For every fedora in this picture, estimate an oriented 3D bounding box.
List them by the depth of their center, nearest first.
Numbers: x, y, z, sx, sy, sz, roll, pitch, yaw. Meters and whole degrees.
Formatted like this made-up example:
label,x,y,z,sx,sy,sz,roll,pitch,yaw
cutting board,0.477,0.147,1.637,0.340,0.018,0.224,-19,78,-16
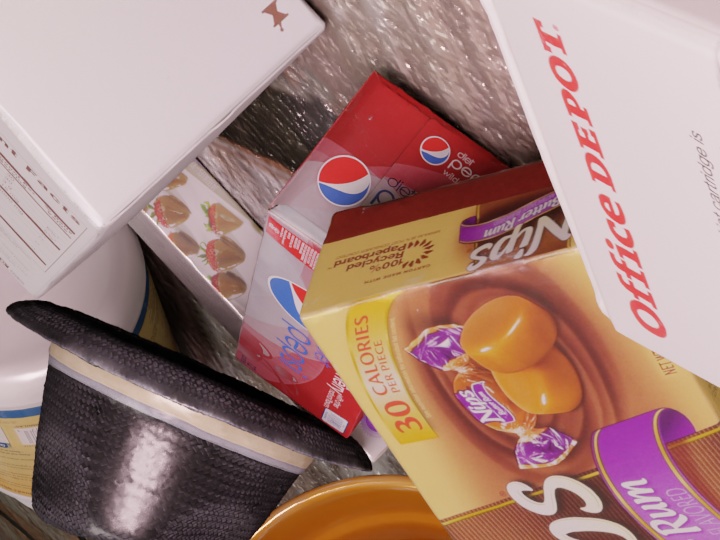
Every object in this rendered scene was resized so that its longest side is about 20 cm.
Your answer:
label,x,y,z,sx,sy,sz,roll,pitch,yaw
fedora,-0.090,0.085,0.998,0.200,0.092,0.201,23,178,1

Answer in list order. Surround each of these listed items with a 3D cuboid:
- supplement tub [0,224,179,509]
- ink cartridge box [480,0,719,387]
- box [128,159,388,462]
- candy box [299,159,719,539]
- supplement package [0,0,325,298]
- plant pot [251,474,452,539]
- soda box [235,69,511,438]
label,x,y,z,sx,sy,sz,roll,pitch,yaw
supplement tub,-0.180,0.048,1.276,0.144,0.145,0.200,38,161,23
ink cartridge box,0.136,-0.017,0.488,0.200,0.084,0.146,30,157,40
box,-0.053,0.009,1.066,0.200,0.039,0.041,47,164,-4
candy box,0.079,0.055,0.746,0.116,0.057,0.200,-13,126,28
supplement package,-0.114,-0.079,0.876,0.117,0.117,0.200,49,162,-5
plant pot,0.028,0.218,1.131,0.200,0.200,0.183,40,177,19
soda box,0.000,0.000,0.864,0.063,0.070,0.200,36,162,4
